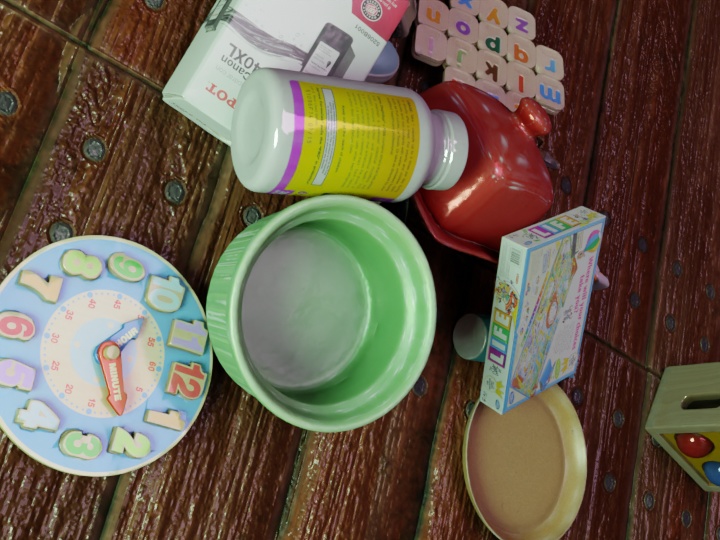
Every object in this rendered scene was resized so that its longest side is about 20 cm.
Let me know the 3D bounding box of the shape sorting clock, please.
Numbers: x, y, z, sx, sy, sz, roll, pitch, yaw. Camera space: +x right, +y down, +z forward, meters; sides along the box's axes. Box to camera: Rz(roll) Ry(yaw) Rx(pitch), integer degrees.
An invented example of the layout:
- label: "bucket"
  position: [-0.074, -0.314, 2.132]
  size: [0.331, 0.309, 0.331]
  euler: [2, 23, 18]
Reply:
- label: "shape sorting clock"
  position: [-0.214, 0.069, 0.784]
  size: [0.199, 0.039, 0.202]
  euler: [9, 75, -37]

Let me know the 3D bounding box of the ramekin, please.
- label: "ramekin"
  position: [-0.040, 0.035, 0.834]
  size: [0.199, 0.097, 0.202]
  euler: [-1, 91, -29]

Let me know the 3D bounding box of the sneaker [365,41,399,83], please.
- label: "sneaker"
  position: [-0.024, -0.265, 0.972]
  size: [0.199, 0.082, 0.074]
  euler: [29, 65, -30]

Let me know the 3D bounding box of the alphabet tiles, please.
- label: "alphabet tiles"
  position: [0.153, -0.253, 1.106]
  size: [0.199, 0.015, 0.197]
  euler: [18, 54, -17]

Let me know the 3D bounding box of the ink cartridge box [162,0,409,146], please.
- label: "ink cartridge box"
  position: [-0.070, -0.206, 0.877]
  size: [0.145, 0.083, 0.201]
  euler: [32, 87, -28]

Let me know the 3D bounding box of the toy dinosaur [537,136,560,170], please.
- label: "toy dinosaur"
  position: [0.173, -0.198, 1.141]
  size: [0.201, 0.060, 0.106]
  euler: [60, 25, -11]

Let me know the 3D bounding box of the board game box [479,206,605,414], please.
- label: "board game box"
  position: [0.196, 0.043, 1.012]
  size: [0.134, 0.034, 0.201]
  euler: [-19, 125, -38]

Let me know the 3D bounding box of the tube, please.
- label: "tube"
  position: [0.192, 0.084, 1.098]
  size: [0.199, 0.050, 0.078]
  euler: [8, 91, -42]

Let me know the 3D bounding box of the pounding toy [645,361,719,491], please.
- label: "pounding toy"
  position: [0.487, 0.210, 1.198]
  size: [0.184, 0.199, 0.143]
  euler: [43, 58, -23]

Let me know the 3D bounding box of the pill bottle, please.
- label: "pill bottle"
  position: [-0.006, -0.114, 0.825]
  size: [0.199, 0.104, 0.105]
  euler: [2, 79, -29]

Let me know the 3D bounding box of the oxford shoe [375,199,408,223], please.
- label: "oxford shoe"
  position: [0.000, 0.000, 0.941]
  size: [0.070, 0.075, 0.201]
  euler: [25, 67, -32]

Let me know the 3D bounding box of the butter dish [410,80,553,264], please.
- label: "butter dish"
  position: [0.131, -0.121, 0.973]
  size: [0.199, 0.147, 0.201]
  euler: [15, 45, -52]

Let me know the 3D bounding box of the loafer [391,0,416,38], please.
- label: "loafer"
  position: [0.026, -0.344, 0.997]
  size: [0.068, 0.075, 0.201]
  euler: [-38, 131, -24]

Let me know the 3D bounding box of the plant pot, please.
- label: "plant pot"
  position: [0.185, 0.215, 1.073]
  size: [0.199, 0.027, 0.202]
  euler: [9, 75, -37]

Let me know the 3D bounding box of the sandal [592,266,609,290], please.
- label: "sandal"
  position: [0.221, -0.028, 1.117]
  size: [0.206, 0.079, 0.060]
  euler: [23, 70, -30]
